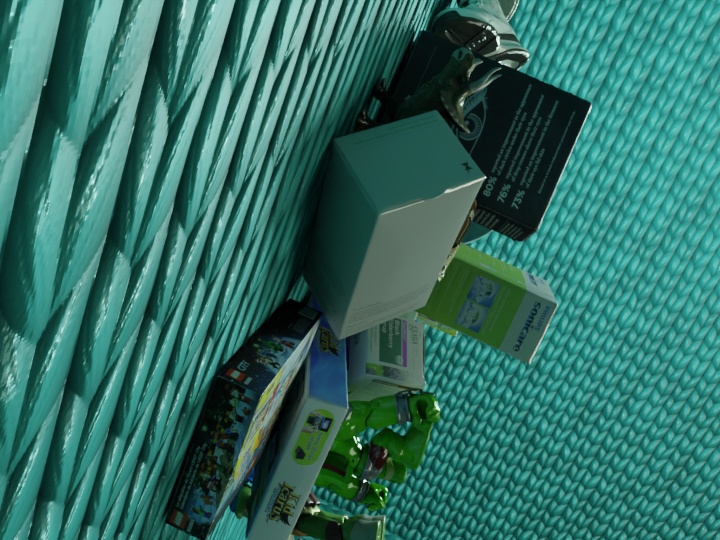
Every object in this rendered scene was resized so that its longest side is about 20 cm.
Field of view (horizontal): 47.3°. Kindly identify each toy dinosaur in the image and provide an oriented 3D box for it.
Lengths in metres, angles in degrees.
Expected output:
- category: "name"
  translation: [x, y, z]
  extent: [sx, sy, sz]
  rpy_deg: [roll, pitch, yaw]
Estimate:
- category: "toy dinosaur"
  translation: [0.047, -0.113, 0.769]
  extent: [0.077, 0.102, 0.201]
  rpy_deg: [-61, 172, -48]

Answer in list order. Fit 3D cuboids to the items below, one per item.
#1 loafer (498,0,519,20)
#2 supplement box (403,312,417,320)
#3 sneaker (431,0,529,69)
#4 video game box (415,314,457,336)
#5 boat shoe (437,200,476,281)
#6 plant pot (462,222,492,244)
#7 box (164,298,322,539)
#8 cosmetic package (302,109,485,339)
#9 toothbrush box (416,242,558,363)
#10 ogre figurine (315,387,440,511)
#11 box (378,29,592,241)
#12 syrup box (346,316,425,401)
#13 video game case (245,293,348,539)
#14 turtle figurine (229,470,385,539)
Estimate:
- category: "loafer"
  translation: [0.200, -0.413, 1.381]
  extent: [0.201, 0.071, 0.063]
  rpy_deg: [-61, -166, 21]
- category: "supplement box"
  translation: [0.031, 0.032, 1.230]
  extent: [0.200, 0.125, 0.074]
  rpy_deg: [108, 6, -60]
- category: "sneaker"
  translation: [0.131, -0.314, 1.034]
  extent: [0.075, 0.116, 0.200]
  rpy_deg: [-34, 161, 30]
- category: "video game box"
  translation: [0.084, 0.013, 1.281]
  extent: [0.183, 0.199, 0.047]
  rpy_deg: [108, 6, -59]
- category: "boat shoe"
  translation: [0.069, -0.021, 0.858]
  extent: [0.200, 0.075, 0.075]
  rpy_deg: [128, -39, -68]
- category: "plant pot"
  translation: [0.133, -0.158, 1.252]
  extent: [0.135, 0.199, 0.201]
  rpy_deg: [55, -49, 48]
- category: "box"
  translation: [-0.094, 0.118, 0.709]
  extent: [0.200, 0.037, 0.137]
  rpy_deg: [-54, 167, -72]
- category: "cosmetic package"
  translation: [0.022, -0.034, 0.731]
  extent: [0.107, 0.085, 0.201]
  rpy_deg: [-19, 151, -24]
- category: "toothbrush box"
  translation: [0.138, 0.023, 1.047]
  extent: [0.146, 0.199, 0.087]
  rpy_deg: [-56, 169, -78]
- category: "ogre figurine"
  translation: [0.001, 0.196, 0.906]
  extent: [0.200, 0.119, 0.099]
  rpy_deg: [128, -29, -59]
- category: "box"
  translation: [0.121, -0.141, 0.885]
  extent: [0.104, 0.199, 0.149]
  rpy_deg: [68, 48, -84]
- category: "syrup box"
  translation: [-0.008, 0.124, 0.965]
  extent: [0.200, 0.081, 0.079]
  rpy_deg: [-42, -140, 51]
- category: "video game case"
  translation: [-0.065, 0.151, 0.865]
  extent: [0.200, 0.045, 0.182]
  rpy_deg: [-94, -154, -64]
- category: "turtle figurine"
  translation: [-0.072, 0.340, 0.984]
  extent: [0.145, 0.192, 0.201]
  rpy_deg: [85, 12, -45]
